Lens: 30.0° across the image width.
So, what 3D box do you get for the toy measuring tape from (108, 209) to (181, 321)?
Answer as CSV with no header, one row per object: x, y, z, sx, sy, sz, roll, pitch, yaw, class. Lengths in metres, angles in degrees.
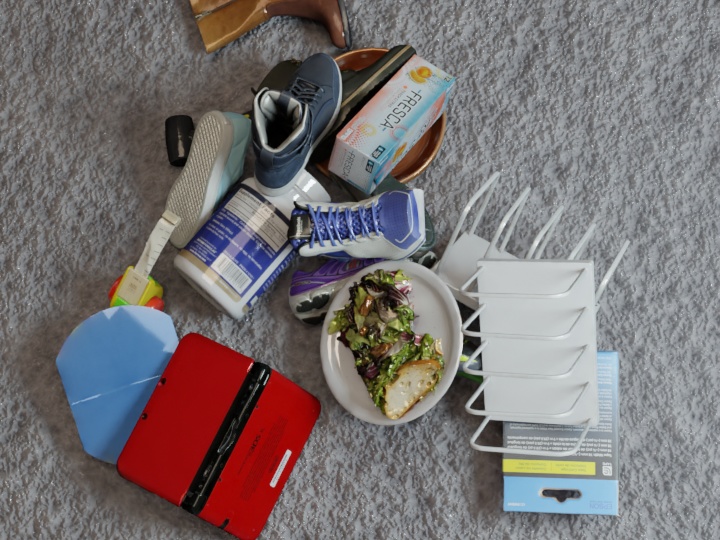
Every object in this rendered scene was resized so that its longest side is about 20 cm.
-0.271,0.007,1.723,0.073,0.073,0.201,34,110,12,toy measuring tape

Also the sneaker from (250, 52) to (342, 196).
-0.075,-0.207,1.645,0.076,0.146,0.204,18,68,7,sneaker

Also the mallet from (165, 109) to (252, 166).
-0.175,-0.202,1.775,0.199,0.041,0.066,-23,72,22,mallet

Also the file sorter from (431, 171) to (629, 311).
0.210,-0.014,1.655,0.199,0.139,0.125,29,123,11,file sorter

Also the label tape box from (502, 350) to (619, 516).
0.246,0.202,1.661,0.143,0.063,0.202,2,75,5,label tape box

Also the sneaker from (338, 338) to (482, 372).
0.064,0.129,1.672,0.198,0.074,0.082,-8,96,31,sneaker

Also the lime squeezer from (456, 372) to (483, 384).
0.100,0.083,1.716,0.070,0.038,0.201,-30,74,-5,lime squeezer

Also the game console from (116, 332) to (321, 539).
-0.174,0.208,1.680,0.118,0.172,0.201,13,71,49,game console

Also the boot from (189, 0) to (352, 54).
-0.124,-0.349,1.831,0.198,0.069,0.190,-24,75,-3,boot

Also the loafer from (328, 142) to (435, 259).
0.025,-0.085,1.711,0.071,0.063,0.201,-13,56,-38,loafer

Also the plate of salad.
0.030,0.085,1.619,0.198,0.048,0.202,-7,77,31,plate of salad

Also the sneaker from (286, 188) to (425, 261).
-0.021,-0.048,1.621,0.114,0.198,0.081,0,82,-43,sneaker

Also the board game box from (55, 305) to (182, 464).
-0.293,0.146,1.710,0.157,0.039,0.202,-19,89,-1,board game box

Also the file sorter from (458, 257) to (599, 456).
0.191,0.101,1.543,0.137,0.124,0.202,1,107,22,file sorter

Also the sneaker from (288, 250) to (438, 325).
0.000,0.000,1.720,0.198,0.081,0.084,-14,54,6,sneaker

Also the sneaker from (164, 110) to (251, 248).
-0.188,-0.114,1.748,0.074,0.082,0.201,47,123,30,sneaker

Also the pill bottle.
-0.136,-0.046,1.725,0.115,0.116,0.200,39,80,12,pill bottle

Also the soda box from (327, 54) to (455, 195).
0.041,-0.188,1.708,0.068,0.064,0.200,32,53,11,soda box

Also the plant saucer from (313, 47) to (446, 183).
0.016,-0.201,1.801,0.198,0.032,0.202,-1,76,3,plant saucer

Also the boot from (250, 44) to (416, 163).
-0.036,-0.258,1.769,0.200,0.078,0.138,-42,72,-9,boot
